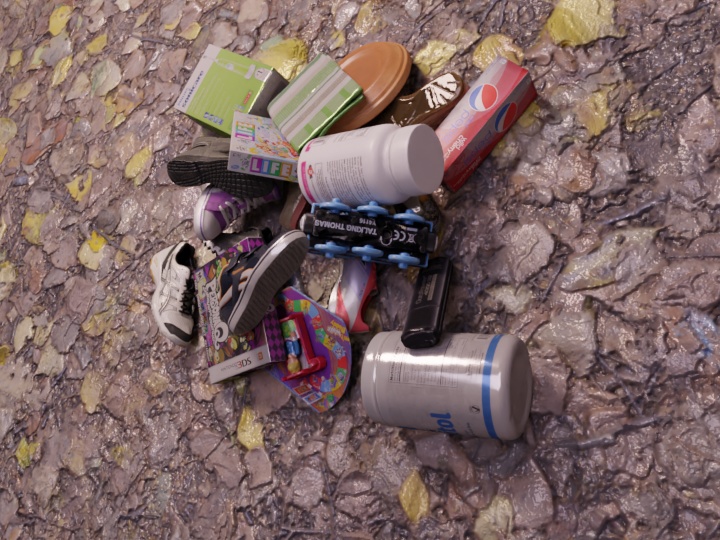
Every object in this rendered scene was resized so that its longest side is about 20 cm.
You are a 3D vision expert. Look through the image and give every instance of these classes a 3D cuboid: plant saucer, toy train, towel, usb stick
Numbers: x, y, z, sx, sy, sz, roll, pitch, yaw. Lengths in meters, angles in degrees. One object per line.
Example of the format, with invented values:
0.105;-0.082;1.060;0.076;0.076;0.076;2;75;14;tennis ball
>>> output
-0.006;-0.317;1.099;0.199;0.037;0.201;-26;41;24;plant saucer
0.011;-0.051;0.941;0.198;0.114;0.088;8;86;-3;toy train
-0.078;-0.280;1.088;0.149;0.031;0.200;-43;40;8;towel
0.095;0.040;0.892;0.055;0.033;0.200;-16;25;22;usb stick

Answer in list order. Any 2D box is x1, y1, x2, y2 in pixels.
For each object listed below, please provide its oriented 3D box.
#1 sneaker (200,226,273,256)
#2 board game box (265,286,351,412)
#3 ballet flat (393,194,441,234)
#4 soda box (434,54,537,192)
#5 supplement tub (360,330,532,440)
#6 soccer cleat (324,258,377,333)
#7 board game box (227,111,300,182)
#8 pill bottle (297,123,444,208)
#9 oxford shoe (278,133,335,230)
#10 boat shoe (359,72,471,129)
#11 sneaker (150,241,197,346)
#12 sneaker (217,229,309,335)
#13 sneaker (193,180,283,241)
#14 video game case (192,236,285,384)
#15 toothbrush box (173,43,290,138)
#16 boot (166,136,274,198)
-0.197;-0.043;1.138;0.199;0.066;0.091;28;82;32;sneaker
-0.100;0.123;1.002;0.199;0.039;0.159;30;112;34;board game box
0.065;-0.140;1.020;0.072;0.072;0.201;-36;59;14;ballet flat
0.176;-0.221;0.984;0.063;0.070;0.200;42;95;32;soda box
0.115;0.148;0.856;0.198;0.132;0.133;-2;72;29;supplement tub
0.000;0.000;1.017;0.072;0.068;0.202;10;78;14;soccer cleat
-0.149;-0.207;1.077;0.201;0.133;0.035;-106;27;-58;board game box
0.014;-0.150;0.945;0.199;0.113;0.115;-1;72;40;pill bottle
-0.082;-0.157;1.108;0.074;0.070;0.201;26;85;40;oxford shoe
0.089;-0.250;1.049;0.199;0.065;0.073;-23;71;30;boat shoe
-0.326;0.035;1.172;0.087;0.076;0.202;-28;62;18;sneaker
-0.151;0.001;0.932;0.080;0.078;0.200;52;121;22;sneaker
-0.203;-0.127;1.130;0.113;0.073;0.201;9;51;24;sneaker
-0.203;0.070;1.057;0.181;0.036;0.202;-24;74;43;video game case
-0.242;-0.330;1.245;0.199;0.086;0.147;28;89;32;toothbrush box
-0.222;-0.193;1.116;0.198;0.068;0.131;10;38;14;boot
